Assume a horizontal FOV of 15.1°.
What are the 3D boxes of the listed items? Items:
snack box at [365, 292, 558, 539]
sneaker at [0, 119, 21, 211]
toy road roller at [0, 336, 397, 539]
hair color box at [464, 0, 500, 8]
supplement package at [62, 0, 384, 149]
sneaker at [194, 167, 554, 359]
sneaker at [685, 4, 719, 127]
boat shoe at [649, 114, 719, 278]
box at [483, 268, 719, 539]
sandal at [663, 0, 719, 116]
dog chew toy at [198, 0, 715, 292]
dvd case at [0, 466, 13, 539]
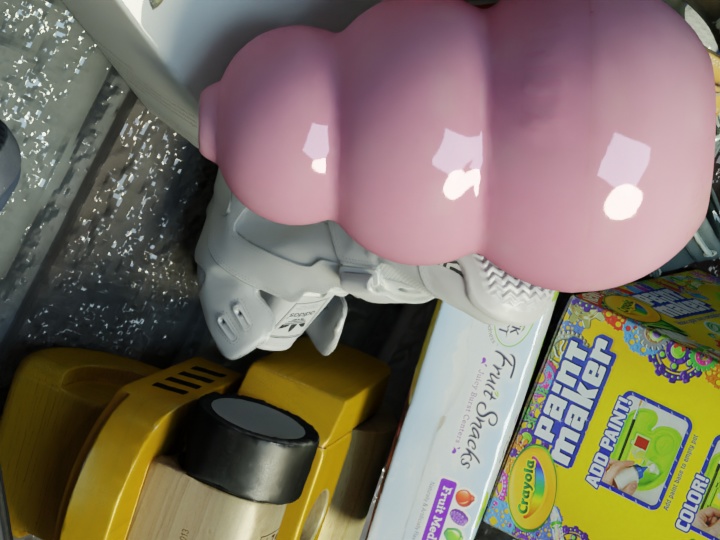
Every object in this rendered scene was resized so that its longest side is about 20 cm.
[{"bbox_3d":[0.058,0.034,1.279,0.053,0.142,0.200,19,104,4],"label":"snack box"},{"bbox_3d":[-0.203,0.024,1.147,0.200,0.070,0.082,-45,123,3],"label":"sneaker"},{"bbox_3d":[-0.082,0.091,1.246,0.200,0.146,0.123,-21,132,-69],"label":"toy road roller"},{"bbox_3d":[0.052,-0.212,1.109,0.101,0.061,0.201,19,72,-54],"label":"hair color box"},{"bbox_3d":[-0.072,-0.150,1.117,0.117,0.117,0.200,-43,128,-7],"label":"supplement package"},{"bbox_3d":[0.000,0.000,1.190,0.075,0.200,0.115,-2,119,-45],"label":"sneaker"},{"bbox_3d":[0.208,-0.088,1.350,0.200,0.088,0.075,16,104,-36],"label":"sneaker"},{"bbox_3d":[0.144,-0.071,1.281,0.062,0.073,0.200,-1,139,7],"label":"boat shoe"},{"bbox_3d":[0.195,0.097,1.317,0.200,0.192,0.122,-10,122,-66],"label":"box"},{"bbox_3d":[0.137,-0.107,1.153,0.080,0.054,0.200,-51,142,-51],"label":"sandal"},{"bbox_3d":[0.036,-0.056,1.068,0.199,0.125,0.125,2,115,0],"label":"dog chew toy"},{"bbox_3d":[-0.247,0.086,1.106,0.199,0.018,0.143,-8,127,-6],"label":"dvd case"}]
